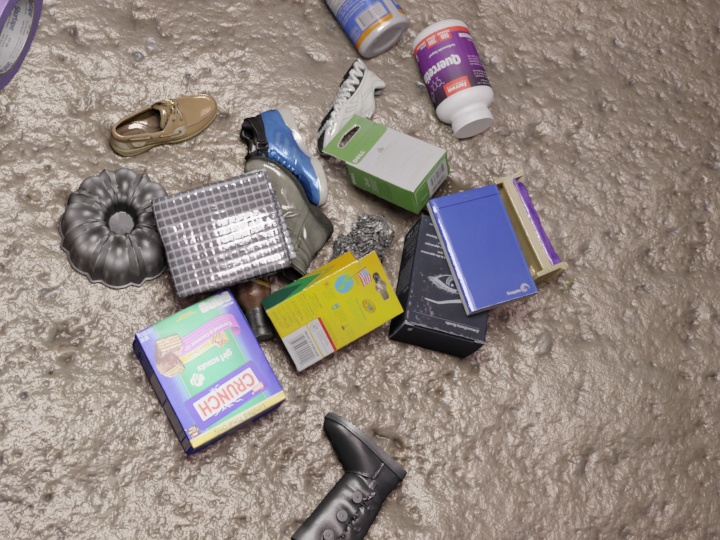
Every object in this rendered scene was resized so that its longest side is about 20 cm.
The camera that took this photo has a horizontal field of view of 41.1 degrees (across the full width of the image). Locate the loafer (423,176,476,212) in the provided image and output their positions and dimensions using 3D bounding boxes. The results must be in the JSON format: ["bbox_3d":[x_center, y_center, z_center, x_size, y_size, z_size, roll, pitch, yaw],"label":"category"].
[{"bbox_3d":[0.155,-0.123,1.718,0.198,0.069,0.076,25,64,12],"label":"loafer"}]

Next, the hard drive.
[{"bbox_3d":[0.204,-0.037,1.607,0.130,0.025,0.202,-14,75,-20],"label":"hard drive"}]

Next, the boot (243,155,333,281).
[{"bbox_3d":[-0.137,-0.085,1.590,0.200,0.067,0.131,46,49,-13],"label":"boot"}]

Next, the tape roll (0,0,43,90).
[{"bbox_3d":[-0.590,-0.395,1.535,0.084,0.200,0.202,24,67,-6],"label":"tape roll"}]

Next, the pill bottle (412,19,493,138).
[{"bbox_3d":[0.176,-0.353,1.775,0.111,0.113,0.202,-14,75,-19],"label":"pill bottle"}]

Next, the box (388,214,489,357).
[{"bbox_3d":[0.141,0.029,1.638,0.146,0.104,0.202,16,69,-10],"label":"box"}]

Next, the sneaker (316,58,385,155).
[{"bbox_3d":[-0.016,-0.286,1.726,0.081,0.075,0.202,30,67,-13],"label":"sneaker"}]

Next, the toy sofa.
[{"bbox_3d":[0.305,-0.077,1.732,0.097,0.083,0.202,-19,77,-19],"label":"toy sofa"}]

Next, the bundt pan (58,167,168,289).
[{"bbox_3d":[-0.386,-0.077,1.549,0.199,0.076,0.205,5,71,-14],"label":"bundt pan"}]

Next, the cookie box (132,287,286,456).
[{"bbox_3d":[-0.238,0.158,1.507,0.170,0.075,0.201,-26,81,-22],"label":"cookie box"}]

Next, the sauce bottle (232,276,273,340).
[{"bbox_3d":[-0.181,0.015,1.579,0.064,0.065,0.203,-9,76,-18],"label":"sauce bottle"}]

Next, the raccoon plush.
[{"bbox_3d":[0.000,0.000,1.593,0.096,0.134,0.202,15,68,-11],"label":"raccoon plush"}]

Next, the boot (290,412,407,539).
[{"bbox_3d":[-0.044,0.348,1.505,0.164,0.066,0.201,38,71,2],"label":"boot"}]

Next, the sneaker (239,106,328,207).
[{"bbox_3d":[-0.139,-0.185,1.649,0.110,0.077,0.202,-19,73,-26],"label":"sneaker"}]

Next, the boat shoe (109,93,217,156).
[{"bbox_3d":[-0.329,-0.254,1.630,0.199,0.065,0.072,-29,81,-22],"label":"boat shoe"}]

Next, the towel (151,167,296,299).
[{"bbox_3d":[-0.213,-0.059,1.501,0.198,0.086,0.168,-17,91,-5],"label":"towel"}]

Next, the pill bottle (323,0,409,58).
[{"bbox_3d":[-0.006,-0.506,1.780,0.111,0.112,0.201,-30,81,-22],"label":"pill bottle"}]

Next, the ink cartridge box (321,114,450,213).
[{"bbox_3d":[0.044,-0.186,1.648,0.199,0.060,0.104,26,64,28],"label":"ink cartridge box"}]

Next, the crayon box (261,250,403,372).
[{"bbox_3d":[-0.044,0.059,1.547,0.198,0.051,0.128,-28,115,-4],"label":"crayon box"}]
